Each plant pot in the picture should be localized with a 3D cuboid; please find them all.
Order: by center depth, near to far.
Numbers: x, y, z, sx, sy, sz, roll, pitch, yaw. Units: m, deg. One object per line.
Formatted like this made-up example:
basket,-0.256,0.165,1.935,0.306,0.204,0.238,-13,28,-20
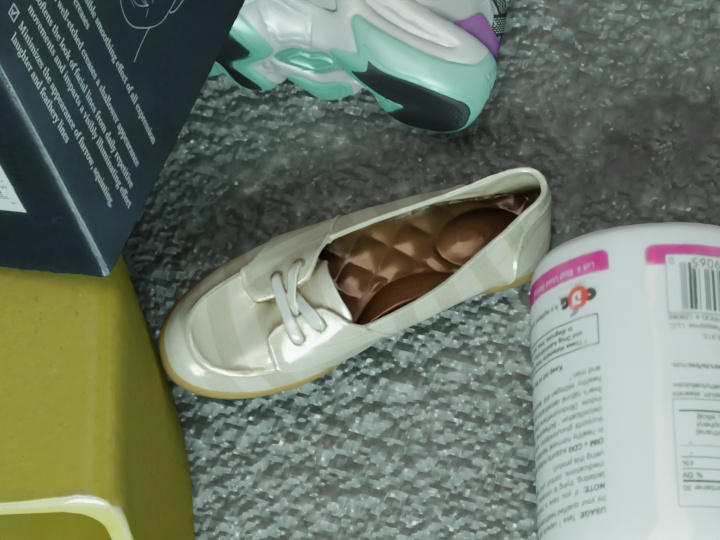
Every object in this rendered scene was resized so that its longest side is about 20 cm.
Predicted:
plant pot,-0.174,0.064,1.102,0.195,0.194,0.200,-2,57,7

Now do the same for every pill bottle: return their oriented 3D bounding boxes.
pill bottle,0.132,0.090,1.083,0.113,0.113,0.200,-3,68,7

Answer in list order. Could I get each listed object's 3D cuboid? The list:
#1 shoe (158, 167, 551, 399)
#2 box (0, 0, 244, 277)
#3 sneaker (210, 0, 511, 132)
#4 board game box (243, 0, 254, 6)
shoe,0.000,0.000,1.143,0.200,0.053,0.070,-22,72,-18
box,-0.134,-0.123,1.031,0.107,0.149,0.200,7,53,24
sneaker,-0.014,-0.156,1.227,0.200,0.078,0.140,18,70,10
board game box,-0.078,-0.197,1.211,0.134,0.034,0.200,-28,42,-4
